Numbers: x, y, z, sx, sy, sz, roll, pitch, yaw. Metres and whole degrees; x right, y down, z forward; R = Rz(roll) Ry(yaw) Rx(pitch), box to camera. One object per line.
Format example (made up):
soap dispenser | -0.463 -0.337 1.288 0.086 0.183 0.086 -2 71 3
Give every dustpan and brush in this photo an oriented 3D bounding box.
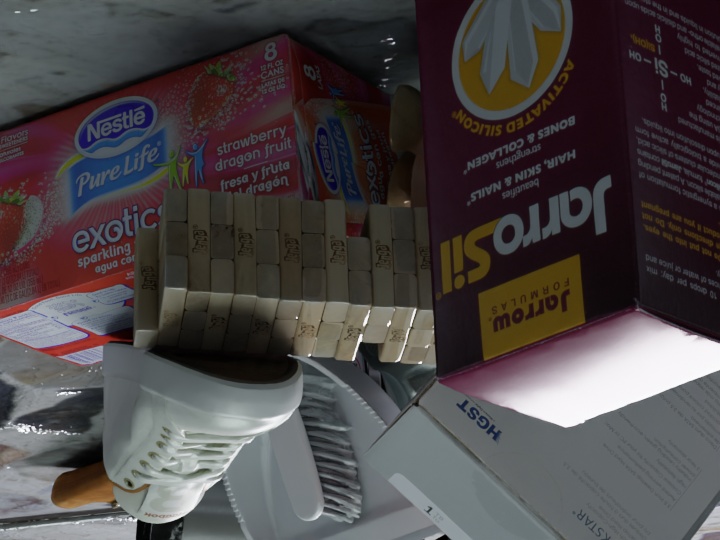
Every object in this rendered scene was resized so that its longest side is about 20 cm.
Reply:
dustpan and brush | -0.043 0.068 1.409 0.139 0.200 0.057 -25 172 41

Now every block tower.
block tower | 0.001 0.005 1.136 0.199 0.054 0.058 3 150 -7

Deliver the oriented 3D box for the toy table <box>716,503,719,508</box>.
toy table | 0.165 0.076 1.531 0.117 0.184 0.200 -19 -174 36

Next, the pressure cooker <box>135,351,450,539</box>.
pressure cooker | -0.032 0.122 1.556 0.199 0.176 0.179 6 179 -7

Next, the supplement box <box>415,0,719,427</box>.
supplement box | 0.092 -0.050 1.070 0.110 0.200 0.086 -23 150 39

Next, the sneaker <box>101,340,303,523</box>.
sneaker | -0.074 0.076 1.177 0.073 0.085 0.200 4 178 -16

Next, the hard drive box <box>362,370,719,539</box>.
hard drive box | 0.126 0.072 1.364 0.200 0.156 0.077 -46 178 -33

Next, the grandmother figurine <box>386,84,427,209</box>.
grandmother figurine | 0.113 -0.034 1.179 0.199 0.061 0.121 8 129 12

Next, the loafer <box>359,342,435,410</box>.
loafer | 0.045 0.057 1.443 0.072 0.063 0.200 -14 125 15

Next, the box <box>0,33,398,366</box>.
box | -0.088 -0.030 1.237 0.200 0.096 0.100 -17 157 27

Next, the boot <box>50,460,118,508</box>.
boot | -0.097 0.148 1.795 0.188 0.069 0.200 3 160 -25
